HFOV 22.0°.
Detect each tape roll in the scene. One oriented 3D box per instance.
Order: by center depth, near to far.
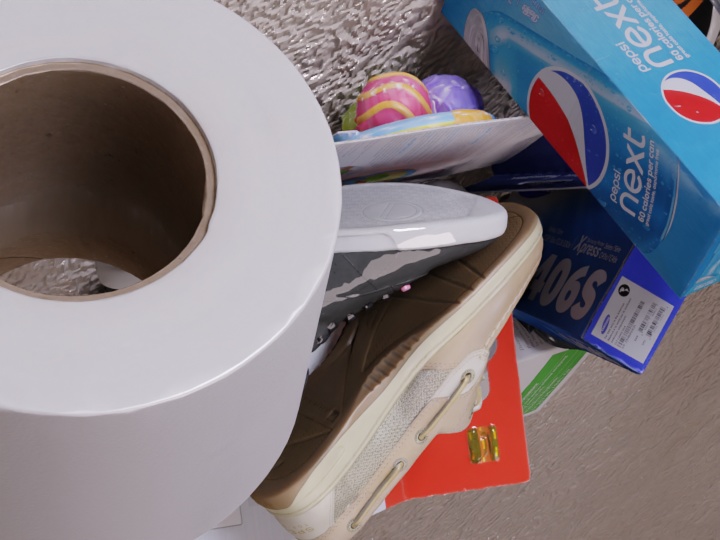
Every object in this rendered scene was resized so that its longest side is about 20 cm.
[{"bbox_3d":[-0.114,0.000,0.728,0.202,0.203,0.139,-25,154,-23],"label":"tape roll"}]

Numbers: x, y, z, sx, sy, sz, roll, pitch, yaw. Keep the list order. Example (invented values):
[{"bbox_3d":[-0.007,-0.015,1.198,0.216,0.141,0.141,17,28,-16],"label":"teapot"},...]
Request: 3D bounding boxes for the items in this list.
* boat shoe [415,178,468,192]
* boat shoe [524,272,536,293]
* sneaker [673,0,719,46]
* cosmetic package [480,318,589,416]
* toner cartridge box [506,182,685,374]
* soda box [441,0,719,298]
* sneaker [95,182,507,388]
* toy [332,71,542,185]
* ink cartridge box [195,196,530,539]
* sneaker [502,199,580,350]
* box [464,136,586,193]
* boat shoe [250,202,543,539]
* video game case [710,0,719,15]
[{"bbox_3d":[0.000,0.000,1.057,0.067,0.057,0.200,4,143,-28],"label":"boat shoe"},{"bbox_3d":[0.028,0.058,1.018,0.200,0.060,0.074,-40,146,-2],"label":"boat shoe"},{"bbox_3d":[0.151,-0.167,0.950,0.090,0.070,0.201,-12,144,-32],"label":"sneaker"},{"bbox_3d":[0.052,0.059,1.218,0.199,0.085,0.108,-17,154,-38],"label":"cosmetic package"},{"bbox_3d":[0.126,-0.009,1.046,0.095,0.043,0.200,-59,-163,-2],"label":"toner cartridge box"},{"bbox_3d":[0.126,-0.087,0.885,0.068,0.200,0.064,-21,151,-30],"label":"soda box"},{"bbox_3d":[-0.023,0.020,0.899,0.199,0.071,0.100,-11,111,-10],"label":"sneaker"},{"bbox_3d":[0.008,-0.072,0.938,0.199,0.047,0.115,-14,175,-24],"label":"toy"},{"bbox_3d":[-0.013,0.054,0.956,0.199,0.161,0.047,-8,-171,-5],"label":"ink cartridge box"},{"bbox_3d":[0.168,-0.003,1.220,0.199,0.112,0.073,-18,155,-33],"label":"sneaker"},{"bbox_3d":[0.160,-0.084,1.058,0.199,0.033,0.121,-23,-165,-38],"label":"box"},{"bbox_3d":[0.027,0.052,0.925,0.200,0.072,0.065,-50,123,-12],"label":"boat shoe"},{"bbox_3d":[0.222,-0.221,0.877,0.200,0.023,0.182,-46,135,3],"label":"video game case"}]
